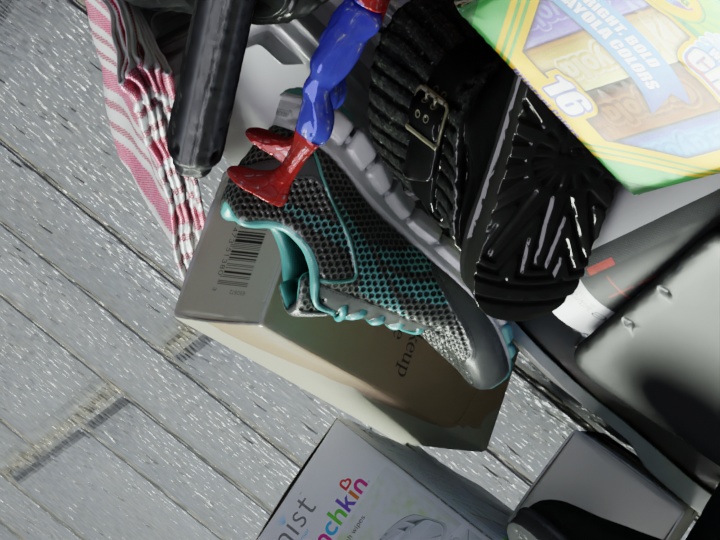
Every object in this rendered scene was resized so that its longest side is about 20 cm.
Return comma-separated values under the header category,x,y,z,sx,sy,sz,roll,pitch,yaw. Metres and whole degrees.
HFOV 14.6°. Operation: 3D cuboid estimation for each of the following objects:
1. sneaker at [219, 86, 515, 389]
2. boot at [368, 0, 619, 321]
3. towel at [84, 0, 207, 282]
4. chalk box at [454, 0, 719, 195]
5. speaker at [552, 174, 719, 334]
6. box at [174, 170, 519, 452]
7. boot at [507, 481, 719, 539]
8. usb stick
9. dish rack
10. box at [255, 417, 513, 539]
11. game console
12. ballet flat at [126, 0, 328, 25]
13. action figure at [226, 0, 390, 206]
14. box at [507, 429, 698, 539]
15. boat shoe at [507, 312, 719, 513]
category,x,y,z,sx,sy,sz,roll,pitch,yaw
sneaker,0.000,0.000,1.504,0.200,0.091,0.078,48,167,-16
boot,0.075,-0.099,1.360,0.079,0.212,0.158,9,-148,-27
towel,-0.127,-0.086,1.603,0.201,0.030,0.147,80,166,-47
chalk box,0.158,-0.127,1.147,0.124,0.125,0.200,44,156,-18
speaker,0.163,-0.030,1.343,0.081,0.081,0.200,42,149,-13
box,-0.002,0.025,1.605,0.077,0.096,0.200,5,162,46
boot,0.190,0.113,1.449,0.165,0.200,0.066,44,165,-13
usb stick,-0.065,-0.141,1.402,0.032,0.056,0.201,9,121,-9
dish rack,-0.035,-0.088,1.576,0.172,0.044,0.200,43,156,-16
box,0.066,0.185,1.618,0.176,0.097,0.200,35,-177,32
game console,0.228,0.031,1.349,0.117,0.175,0.200,64,156,10
ballet flat,-0.084,-0.168,1.488,0.199,0.057,0.067,22,119,40
action figure,-0.024,-0.135,1.372,0.099,0.065,0.200,32,122,-9
box,0.144,0.141,1.620,0.082,0.069,0.200,36,-178,9
boat shoe,0.146,0.054,1.570,0.202,0.060,0.072,42,-170,-8
